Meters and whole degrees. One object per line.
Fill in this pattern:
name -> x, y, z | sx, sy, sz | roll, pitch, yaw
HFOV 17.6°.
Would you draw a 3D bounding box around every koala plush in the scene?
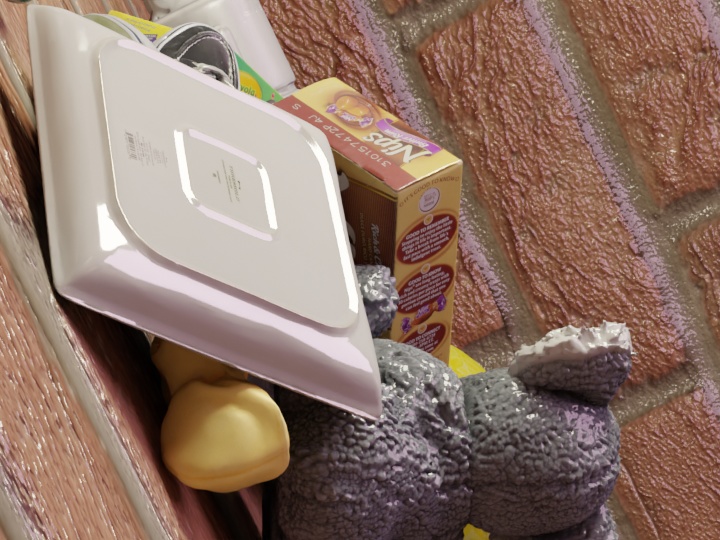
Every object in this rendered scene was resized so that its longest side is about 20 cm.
koala plush -> 0.051, 0.100, 1.268 | 0.184, 0.199, 0.178 | -105, -161, -76

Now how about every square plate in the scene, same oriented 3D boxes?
square plate -> -0.073, -0.035, 1.163 | 0.198, 0.028, 0.200 | 24, 37, -35

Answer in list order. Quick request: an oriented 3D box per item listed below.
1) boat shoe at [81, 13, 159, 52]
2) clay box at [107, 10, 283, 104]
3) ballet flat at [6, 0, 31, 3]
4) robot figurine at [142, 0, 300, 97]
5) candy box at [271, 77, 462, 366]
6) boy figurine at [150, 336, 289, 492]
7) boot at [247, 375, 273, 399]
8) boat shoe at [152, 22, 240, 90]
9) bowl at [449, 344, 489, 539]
boat shoe -> -0.133, -0.076, 1.213 | 0.062, 0.072, 0.200 | 40, 19, -42
clay box -> -0.099, -0.109, 1.559 | 0.115, 0.048, 0.200 | 20, -14, 37
ballet flat -> -0.215, -0.235, 1.300 | 0.069, 0.069, 0.200 | 58, 11, -72
robot figurine -> -0.120, -0.171, 2.025 | 0.200, 0.113, 0.170 | 65, -5, -5
candy box -> 0.000, 0.000, 1.389 | 0.117, 0.056, 0.200 | 36, -40, 37
boy figurine -> -0.073, 0.049, 1.190 | 0.200, 0.064, 0.125 | -108, -170, -69
boot -> -0.091, 0.012, 1.409 | 0.174, 0.069, 0.200 | 66, 11, -2
boat shoe -> -0.095, -0.084, 1.303 | 0.072, 0.068, 0.200 | 41, 36, -17
bowl -> 0.057, 0.138, 1.528 | 0.200, 0.107, 0.201 | -11, -103, 63
